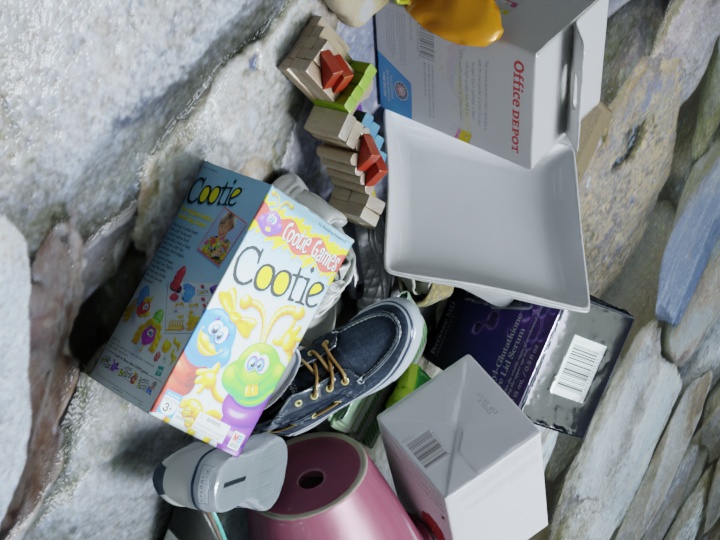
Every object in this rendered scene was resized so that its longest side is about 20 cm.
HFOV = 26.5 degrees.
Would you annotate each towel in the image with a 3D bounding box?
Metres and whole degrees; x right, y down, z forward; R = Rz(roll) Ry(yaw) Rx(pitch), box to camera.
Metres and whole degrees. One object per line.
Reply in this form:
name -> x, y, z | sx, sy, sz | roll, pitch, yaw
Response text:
towel -> 0.022, 0.108, 1.599 | 0.153, 0.023, 0.200 | -61, 165, -7

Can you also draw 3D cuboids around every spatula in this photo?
spatula -> -0.011, -0.067, 1.394 | 0.056, 0.020, 0.201 | -24, 119, -42

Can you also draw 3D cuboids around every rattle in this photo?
rattle -> 0.033, -0.274, 1.242 | 0.130, 0.143, 0.201 | -31, 147, -19

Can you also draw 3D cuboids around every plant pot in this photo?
plant pot -> -0.031, 0.270, 1.527 | 0.200, 0.199, 0.180 | -42, 128, -35

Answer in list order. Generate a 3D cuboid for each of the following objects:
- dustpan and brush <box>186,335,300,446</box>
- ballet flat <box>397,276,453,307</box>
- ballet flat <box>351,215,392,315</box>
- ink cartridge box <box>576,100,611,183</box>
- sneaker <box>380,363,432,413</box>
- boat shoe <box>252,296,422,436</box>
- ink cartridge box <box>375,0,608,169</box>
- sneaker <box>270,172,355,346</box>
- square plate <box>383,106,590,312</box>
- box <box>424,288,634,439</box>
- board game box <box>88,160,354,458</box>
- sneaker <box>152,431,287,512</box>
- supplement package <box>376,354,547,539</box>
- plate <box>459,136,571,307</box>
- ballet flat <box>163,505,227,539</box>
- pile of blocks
dustpan and brush -> -0.108, 0.087, 1.342 | 0.057, 0.140, 0.200 | 28, 120, -35
ballet flat -> 0.064, -0.042, 1.557 | 0.071, 0.070, 0.201 | -41, 144, -37
ballet flat -> 0.000, 0.000, 1.509 | 0.200, 0.056, 0.067 | 80, 17, -55
ink cartridge box -> 0.185, -0.120, 1.681 | 0.201, 0.075, 0.165 | -65, 153, -1
sneaker -> 0.076, 0.151, 1.645 | 0.074, 0.083, 0.200 | -62, 165, -1
boat shoe -> -0.033, 0.096, 1.416 | 0.200, 0.071, 0.091 | -40, 160, 27
ink cartridge box -> 0.129, -0.197, 1.392 | 0.125, 0.199, 0.129 | -43, 146, -35
sneaker -> -0.043, 0.006, 1.392 | 0.075, 0.081, 0.201 | -48, 149, -30
square plate -> 0.112, -0.054, 1.423 | 0.029, 0.197, 0.201 | 117, -21, -50
box -> 0.182, 0.075, 1.684 | 0.104, 0.200, 0.149 | 20, 95, -33
board game box -> -0.112, 0.031, 1.239 | 0.103, 0.105, 0.201 | 32, 83, -40
sneaker -> -0.122, 0.177, 1.372 | 0.200, 0.070, 0.074 | 22, 80, -72
supplement package -> 0.108, 0.208, 1.562 | 0.119, 0.121, 0.200 | -33, 145, -14
plate -> 0.149, -0.069, 1.555 | 0.199, 0.032, 0.201 | 23, 89, -54
ballet flat -> -0.152, 0.281, 1.444 | 0.068, 0.068, 0.201 | -38, 144, -19
pile of blocks -> 0.000, -0.123, 1.326 | 0.082, 0.062, 0.201 | -39, 127, -29
